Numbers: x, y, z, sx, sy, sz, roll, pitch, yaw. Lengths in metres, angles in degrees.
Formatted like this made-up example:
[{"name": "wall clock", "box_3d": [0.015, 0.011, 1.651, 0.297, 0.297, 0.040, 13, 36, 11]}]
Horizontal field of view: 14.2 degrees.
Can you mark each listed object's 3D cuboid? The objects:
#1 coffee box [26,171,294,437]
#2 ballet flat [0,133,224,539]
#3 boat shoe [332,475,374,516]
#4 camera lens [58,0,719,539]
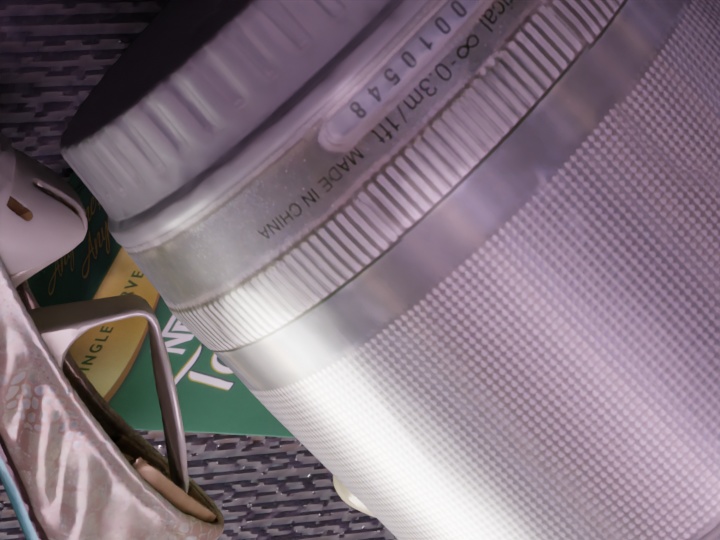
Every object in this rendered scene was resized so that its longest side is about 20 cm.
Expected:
[{"name": "coffee box", "box_3d": [0.000, 0.000, 0.879, 0.199, 0.044, 0.123, 7, 134, -33]}, {"name": "ballet flat", "box_3d": [-0.093, 0.007, 0.794, 0.062, 0.068, 0.201, -25, 122, -3]}, {"name": "boat shoe", "box_3d": [0.087, 0.039, 0.879, 0.199, 0.071, 0.063, -7, 149, -26]}, {"name": "camera lens", "box_3d": [0.043, -0.010, 0.734, 0.160, 0.160, 0.200, -40, 103, 20]}]
